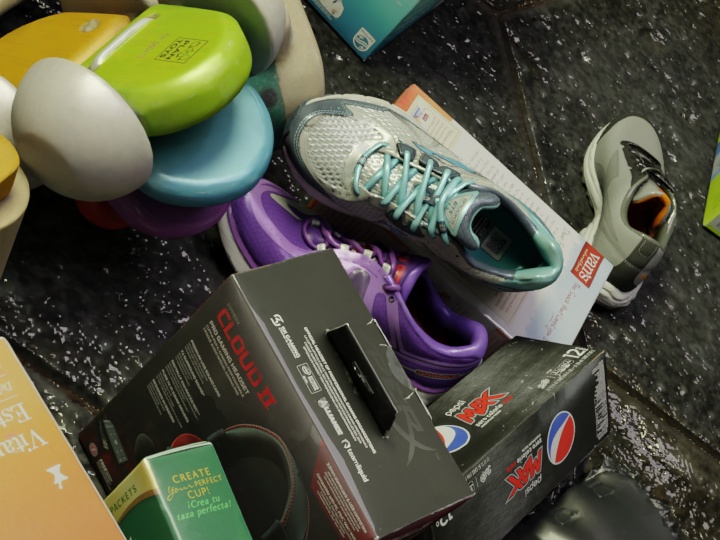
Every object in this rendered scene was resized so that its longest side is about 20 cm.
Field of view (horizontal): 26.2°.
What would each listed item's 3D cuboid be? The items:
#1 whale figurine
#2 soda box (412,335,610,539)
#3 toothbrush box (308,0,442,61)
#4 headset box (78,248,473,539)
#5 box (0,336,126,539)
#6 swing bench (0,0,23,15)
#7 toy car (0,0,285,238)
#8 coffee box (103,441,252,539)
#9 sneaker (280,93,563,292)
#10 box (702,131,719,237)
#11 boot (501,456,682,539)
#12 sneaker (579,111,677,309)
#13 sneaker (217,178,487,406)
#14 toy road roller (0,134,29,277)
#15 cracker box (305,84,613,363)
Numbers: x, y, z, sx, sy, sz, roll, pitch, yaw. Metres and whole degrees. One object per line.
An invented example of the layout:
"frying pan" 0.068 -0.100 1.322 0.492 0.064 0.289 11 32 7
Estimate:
"whale figurine" -0.096 -0.165 0.979 0.104 0.200 0.159 -22 29 -13
"soda box" 0.074 0.113 0.941 0.200 0.071 0.063 -33 122 -44
"toothbrush box" 0.063 -0.269 1.159 0.085 0.200 0.146 46 42 0
"headset box" -0.045 0.094 0.799 0.075 0.200 0.149 -16 71 -45
"box" -0.192 0.156 0.703 0.152 0.106 0.200 -23 75 -46
"swing bench" -0.246 -0.271 0.970 0.199 0.130 0.200 46 37 0
"toy car" -0.130 -0.086 0.879 0.175 0.200 0.150 -49 127 -33
"coffee box" -0.078 0.199 0.754 0.044 0.123 0.200 -10 67 -39
"sneaker" 0.046 -0.049 0.963 0.200 0.086 0.078 27 90 -18
"box" 0.365 -0.122 1.347 0.048 0.122 0.200 34 44 -11
"boot" 0.146 0.216 0.951 0.162 0.073 0.198 -16 63 -40
"sneaker" 0.218 -0.058 1.215 0.074 0.079 0.200 31 43 -15
"sneaker" 0.000 0.000 0.992 0.200 0.083 0.081 36 43 -10
"toy road roller" -0.276 -0.014 0.758 0.146 0.123 0.200 38 42 7
"cracker box" 0.070 -0.018 1.080 0.200 0.058 0.134 42 44 -5
